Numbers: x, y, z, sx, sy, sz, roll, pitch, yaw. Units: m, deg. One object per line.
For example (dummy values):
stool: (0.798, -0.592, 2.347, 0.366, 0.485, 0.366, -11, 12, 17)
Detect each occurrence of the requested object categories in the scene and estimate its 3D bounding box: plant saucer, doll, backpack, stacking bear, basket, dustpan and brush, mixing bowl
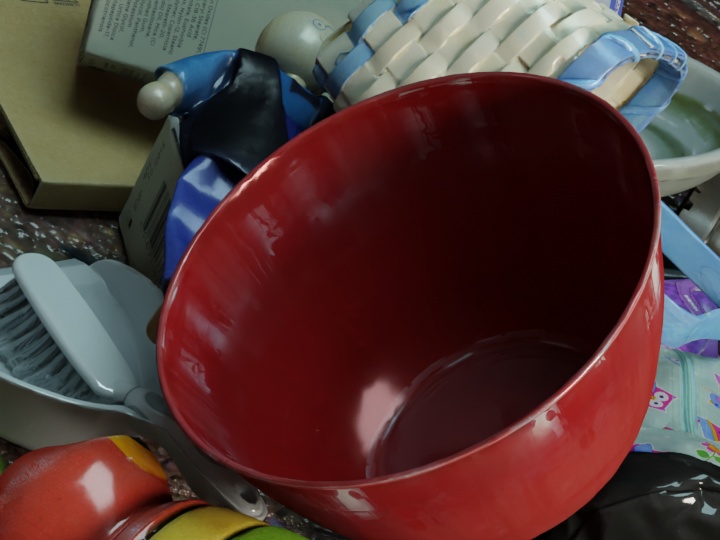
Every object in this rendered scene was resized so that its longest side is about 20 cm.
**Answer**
plant saucer: (0.105, -0.073, 1.501, 0.199, 0.050, 0.200, 7, 25, -3)
doll: (-0.037, -0.035, 1.231, 0.136, 0.048, 0.200, 32, 41, -21)
backpack: (0.108, 0.099, 1.200, 0.126, 0.167, 0.200, 24, 24, -8)
stacking bear: (-0.058, 0.130, 1.067, 0.200, 0.114, 0.121, 31, 1, 25)
basket: (0.087, -0.044, 1.242, 0.200, 0.139, 0.176, 43, 11, 16)
dustpan and brush: (-0.104, 0.047, 1.188, 0.139, 0.057, 0.200, -7, 47, -44)
mixing bowl: (0.034, 0.033, 1.094, 0.200, 0.200, 0.109, -107, 171, -48)

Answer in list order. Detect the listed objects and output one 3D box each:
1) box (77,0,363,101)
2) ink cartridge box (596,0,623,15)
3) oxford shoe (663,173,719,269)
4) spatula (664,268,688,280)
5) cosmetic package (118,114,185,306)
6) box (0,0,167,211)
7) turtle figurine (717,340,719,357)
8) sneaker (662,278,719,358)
box: (-0.028, -0.109, 1.367, 0.199, 0.082, 0.068, 17, -4, -7)
ink cartridge box: (0.061, -0.139, 1.521, 0.119, 0.042, 0.200, 17, 29, 21)
oxford shoe: (0.219, -0.035, 1.551, 0.084, 0.073, 0.200, 34, 44, 4)
spatula: (0.190, -0.001, 1.446, 0.199, 0.057, 0.021, -4, 81, 2)
cosmetic package: (0.000, 0.000, 1.325, 0.199, 0.071, 0.105, 10, 37, -28)
box: (-0.099, -0.084, 1.410, 0.199, 0.021, 0.164, 2, 40, -36)
turtle figurine: (0.215, 0.106, 1.267, 0.101, 0.150, 0.200, 26, 15, -40)
sneaker: (0.188, 0.026, 1.391, 0.200, 0.089, 0.081, 15, 35, -41)
